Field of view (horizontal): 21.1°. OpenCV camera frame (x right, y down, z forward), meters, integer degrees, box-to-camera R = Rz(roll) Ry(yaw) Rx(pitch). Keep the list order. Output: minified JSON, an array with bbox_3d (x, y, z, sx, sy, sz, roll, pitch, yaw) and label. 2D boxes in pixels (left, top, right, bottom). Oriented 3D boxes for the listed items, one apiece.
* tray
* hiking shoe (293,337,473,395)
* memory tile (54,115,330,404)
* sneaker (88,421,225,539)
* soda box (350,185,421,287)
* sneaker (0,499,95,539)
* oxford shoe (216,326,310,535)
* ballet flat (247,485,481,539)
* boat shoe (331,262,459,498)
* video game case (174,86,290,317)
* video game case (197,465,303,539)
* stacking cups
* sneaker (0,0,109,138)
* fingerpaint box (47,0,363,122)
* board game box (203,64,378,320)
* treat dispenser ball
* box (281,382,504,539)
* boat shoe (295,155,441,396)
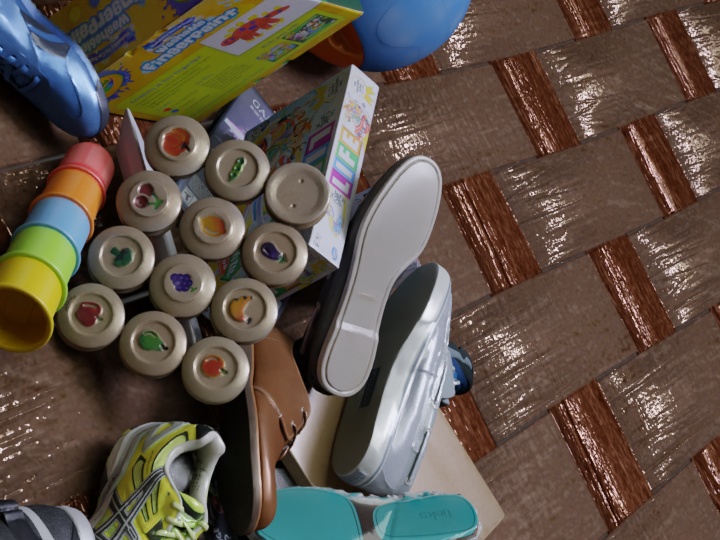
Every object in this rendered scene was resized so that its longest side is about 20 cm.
[{"bbox_3d":[-0.155,-0.016,1.492,0.107,0.022,0.201,85,-12,-73],"label":"tray"},{"bbox_3d":[0.022,0.103,1.660,0.199,0.074,0.087,9,66,-42],"label":"hiking shoe"},{"bbox_3d":[-0.121,-0.010,1.426,0.153,0.017,0.201,24,70,3],"label":"memory tile"},{"bbox_3d":[-0.149,0.184,1.319,0.075,0.076,0.201,40,47,-34],"label":"sneaker"},{"bbox_3d":[0.007,-0.019,1.644,0.200,0.068,0.064,39,26,-83],"label":"soda box"},{"bbox_3d":[-0.209,0.240,1.210,0.112,0.073,0.201,13,47,-47],"label":"sneaker"},{"bbox_3d":[-0.069,0.114,1.448,0.071,0.071,0.201,16,44,-19],"label":"oxford shoe"},{"bbox_3d":[-0.003,0.207,1.477,0.199,0.072,0.072,4,58,-22],"label":"ballet flat"},{"bbox_3d":[0.039,0.092,1.551,0.071,0.070,0.202,36,60,-28],"label":"boat shoe"},{"bbox_3d":[-0.090,-0.060,1.660,0.143,0.019,0.200,51,32,-17],"label":"video game case"},{"bbox_3d":[-0.068,0.244,1.452,0.181,0.023,0.201,11,58,-53],"label":"video game case"},{"bbox_3d":[-0.227,-0.027,1.401,0.061,0.060,0.201,46,31,-24],"label":"stacking cups"},{"bbox_3d":[-0.270,-0.172,1.447,0.201,0.066,0.078,54,43,-12],"label":"sneaker"},{"bbox_3d":[-0.128,-0.199,1.537,0.166,0.199,0.074,4,61,-54],"label":"fingerpaint box"},{"bbox_3d":[-0.057,-0.060,1.557,0.034,0.134,0.201,38,43,-28],"label":"board game box"},{"bbox_3d":[0.010,-0.287,1.808,0.201,0.200,0.202,35,40,-36],"label":"treat dispenser ball"},{"bbox_3d":[0.021,0.163,1.567,0.163,0.021,0.201,-40,103,-42],"label":"box"},{"bbox_3d":[0.000,0.000,1.513,0.067,0.057,0.201,25,85,-36],"label":"boat shoe"}]
